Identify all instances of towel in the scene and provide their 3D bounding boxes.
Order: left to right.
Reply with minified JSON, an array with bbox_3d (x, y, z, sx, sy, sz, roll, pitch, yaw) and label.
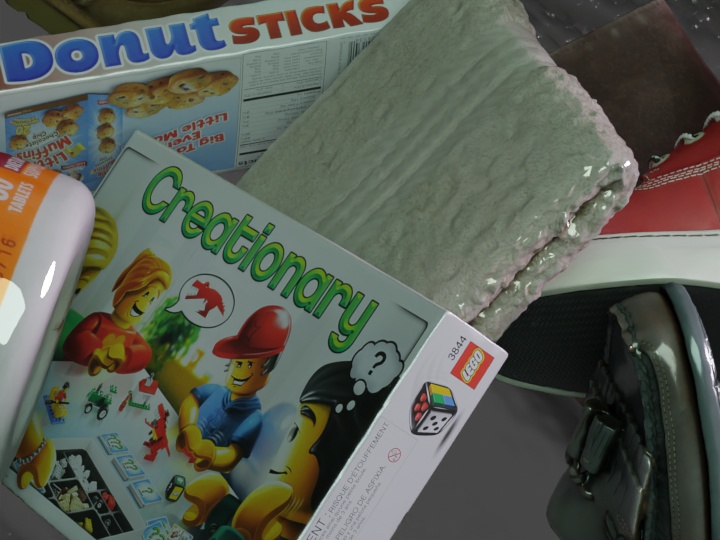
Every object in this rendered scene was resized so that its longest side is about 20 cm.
[{"bbox_3d":[0.000,0.000,0.991,0.200,0.133,0.034,-45,131,13],"label":"towel"}]

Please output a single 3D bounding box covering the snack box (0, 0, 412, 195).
[{"bbox_3d":[-0.078,-0.058,1.039,0.199,0.072,0.024,-10,59,-11],"label":"snack box"}]

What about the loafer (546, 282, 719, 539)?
[{"bbox_3d":[0.090,0.096,0.985,0.063,0.201,0.072,-10,35,-4],"label":"loafer"}]

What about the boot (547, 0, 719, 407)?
[{"bbox_3d":[0.149,-0.028,1.070,0.199,0.072,0.167,-26,84,-10],"label":"boot"}]

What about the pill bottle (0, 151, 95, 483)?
[{"bbox_3d":[-0.193,-0.008,0.940,0.199,0.110,0.110,19,74,-2],"label":"pill bottle"}]

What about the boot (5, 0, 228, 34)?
[{"bbox_3d":[-0.063,-0.157,0.982,0.175,0.200,0.066,28,48,-35],"label":"boot"}]

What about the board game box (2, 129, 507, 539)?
[{"bbox_3d":[-0.050,0.040,0.957,0.035,0.200,0.127,35,86,-38],"label":"board game box"}]

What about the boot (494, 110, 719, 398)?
[{"bbox_3d":[0.121,-0.038,1.021,0.199,0.073,0.145,-10,55,2],"label":"boot"}]
